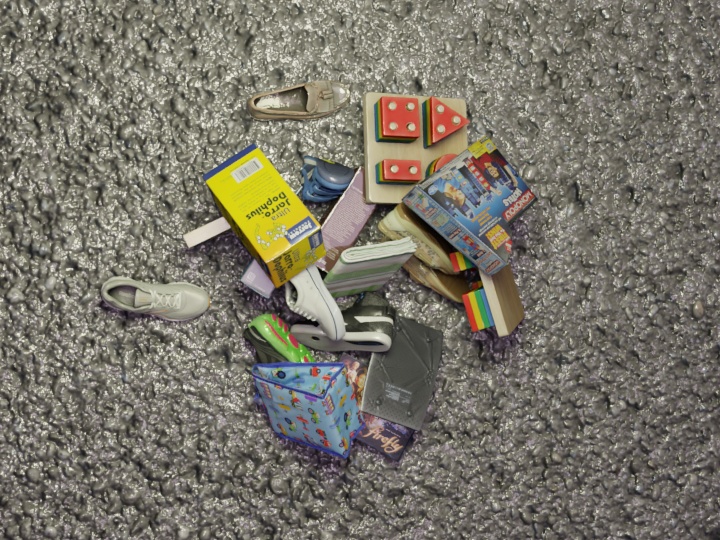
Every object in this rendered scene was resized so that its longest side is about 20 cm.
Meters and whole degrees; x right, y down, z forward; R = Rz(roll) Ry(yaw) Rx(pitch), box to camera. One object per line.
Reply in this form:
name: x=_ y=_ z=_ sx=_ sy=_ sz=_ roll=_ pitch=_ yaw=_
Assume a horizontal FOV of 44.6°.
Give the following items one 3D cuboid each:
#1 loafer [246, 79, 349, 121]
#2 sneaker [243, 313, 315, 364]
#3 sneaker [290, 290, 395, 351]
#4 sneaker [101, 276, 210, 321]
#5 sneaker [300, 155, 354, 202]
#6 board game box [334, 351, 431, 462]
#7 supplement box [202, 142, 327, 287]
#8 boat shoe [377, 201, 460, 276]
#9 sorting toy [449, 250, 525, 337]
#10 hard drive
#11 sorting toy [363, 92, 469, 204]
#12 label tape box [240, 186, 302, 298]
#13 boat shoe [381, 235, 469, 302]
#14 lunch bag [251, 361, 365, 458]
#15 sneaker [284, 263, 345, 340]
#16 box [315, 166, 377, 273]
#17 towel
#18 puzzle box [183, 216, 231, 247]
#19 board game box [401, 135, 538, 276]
loafer: x=-0.114 y=-0.317 z=1.648 sx=0.199 sy=0.063 sz=0.072 roll=-10 pitch=93 yaw=-8
sneaker: x=-0.147 y=0.170 z=1.658 sx=0.084 sy=0.077 sz=0.200 roll=-24 pitch=106 yaw=31
sneaker: x=-0.027 y=0.092 z=1.667 sx=0.199 sy=0.073 sz=0.112 roll=4 pitch=57 yaw=18
sneaker: x=-0.376 y=0.055 z=1.603 sx=0.199 sy=0.092 sz=0.076 roll=5 pitch=91 yaw=-9
sneaker: x=-0.064 y=-0.158 z=1.596 sx=0.074 sy=0.200 sz=0.083 roll=13 pitch=98 yaw=-16
board game box: x=0.017 y=0.261 z=1.693 sx=0.200 sy=0.035 sz=0.136 roll=29 pitch=86 yaw=-8
supplement box: x=-0.159 y=-0.092 z=1.468 sx=0.109 sy=0.109 sz=0.200 roll=-35 pitch=68 yaw=-11
boat shoe: x=0.113 y=-0.050 z=1.616 sx=0.063 sy=0.073 sz=0.200 roll=-35 pitch=126 yaw=20
sorting toy: x=0.234 y=0.016 z=1.651 sx=0.069 sy=0.199 sz=0.201 roll=-17 pitch=91 yaw=20
hard drive: x=0.076 y=0.193 z=1.668 sx=0.134 sy=0.042 sz=0.201 roll=21 pitch=69 yaw=-12
sorting toy: x=0.112 y=-0.224 z=1.593 sx=0.198 sy=0.070 sz=0.201 roll=0 pitch=84 yaw=-19
label tape box: x=-0.143 y=-0.051 z=1.609 sx=0.066 sy=0.143 sz=0.200 roll=34 pitch=86 yaw=-7
boat shoe: x=0.126 y=-0.009 z=1.692 sx=0.200 sy=0.064 sz=0.071 roll=44 pitch=50 yaw=-10
lunch bag: x=-0.112 y=0.246 z=1.600 sx=0.199 sy=0.094 sz=0.151 roll=2 pitch=126 yaw=29
sneaker: x=-0.094 y=0.052 z=1.552 sx=0.071 sy=0.073 sz=0.200 roll=-37 pitch=118 yaw=-18
box: x=-0.033 y=-0.092 z=1.647 sx=0.075 sy=0.100 sz=0.200 roll=31 pitch=87 yaw=-9
towel: x=0.000 y=0.000 z=1.593 sx=0.149 sy=0.200 sz=0.031 roll=-8 pitch=71 yaw=-25
puzzle box: x=-0.226 y=-0.094 z=1.602 sx=0.199 sy=0.133 sz=0.025 roll=-26 pitch=95 yaw=-8
board game box: x=0.207 y=-0.103 z=1.523 sx=0.200 sy=0.062 sz=0.200 roll=-36 pitch=88 yaw=-33
